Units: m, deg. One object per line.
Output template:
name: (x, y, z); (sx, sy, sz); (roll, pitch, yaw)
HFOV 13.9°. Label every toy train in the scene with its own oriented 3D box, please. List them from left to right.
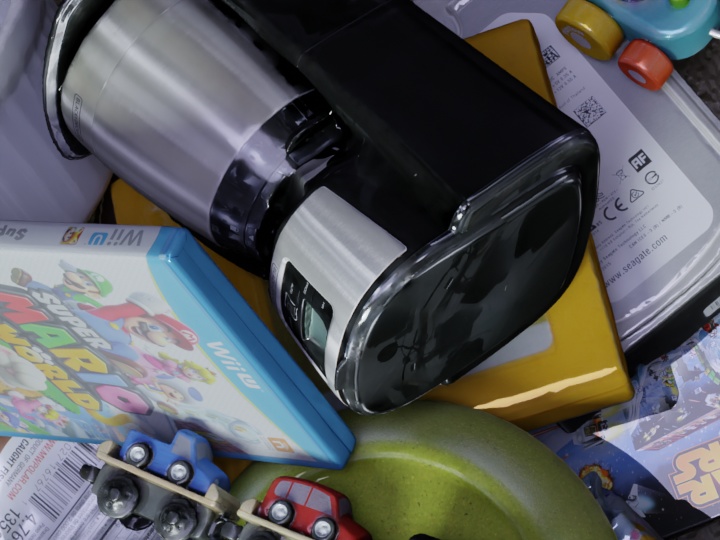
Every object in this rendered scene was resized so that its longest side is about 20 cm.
toy train: (-0.023, 0.104, 1.161); (0.200, 0.034, 0.046); (19, 80, 23)
toy train: (0.134, -0.179, 1.276); (0.150, 0.056, 0.200); (-18, 64, 7)

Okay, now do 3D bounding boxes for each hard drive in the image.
hard drive: (0.082, -0.047, 1.291); (0.140, 0.038, 0.200); (-39, 63, 3)

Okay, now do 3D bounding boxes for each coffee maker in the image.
coffee maker: (0.001, -0.067, 1.194); (0.200, 0.135, 0.192); (41, 84, 24)

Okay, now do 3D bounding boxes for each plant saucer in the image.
plant saucer: (0.010, 0.147, 1.174); (0.200, 0.031, 0.200); (-5, 76, 18)

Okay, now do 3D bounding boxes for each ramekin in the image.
ramekin: (-0.202, -0.052, 1.313); (0.200, 0.201, 0.098); (-32, 123, 10)

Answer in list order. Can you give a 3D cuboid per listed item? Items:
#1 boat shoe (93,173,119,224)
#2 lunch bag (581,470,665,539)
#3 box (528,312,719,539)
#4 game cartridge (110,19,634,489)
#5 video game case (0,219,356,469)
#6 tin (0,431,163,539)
boat shoe: (-0.124, 0.026, 1.351); (0.072, 0.072, 0.200); (5, 93, 13)
lunch bag: (0.088, 0.213, 1.240); (0.170, 0.127, 0.200); (44, 91, -7)
box: (0.117, 0.053, 1.303); (0.200, 0.040, 0.137); (-22, 80, 11)
game cartridge: (0.000, 0.000, 1.258); (0.200, 0.032, 0.177); (-17, 67, 7)
video game case: (-0.115, 0.028, 1.187); (0.200, 0.143, 0.018); (3, 54, 36)
tin: (-0.084, 0.131, 1.285); (0.200, 0.042, 0.112); (39, 100, 12)
